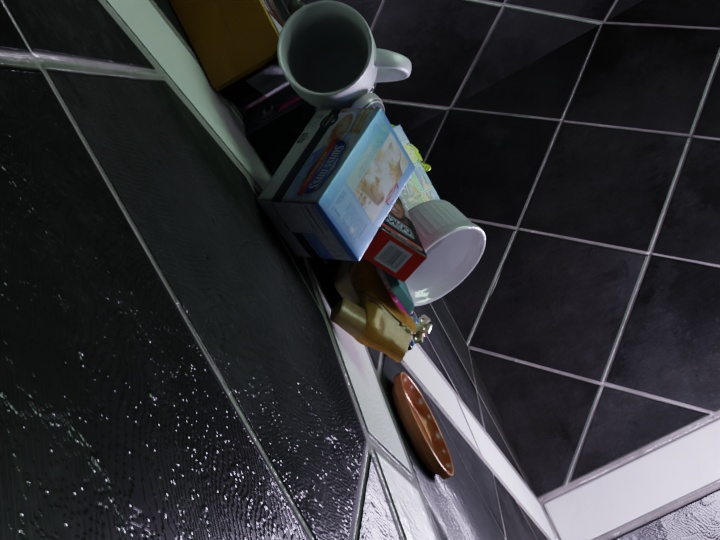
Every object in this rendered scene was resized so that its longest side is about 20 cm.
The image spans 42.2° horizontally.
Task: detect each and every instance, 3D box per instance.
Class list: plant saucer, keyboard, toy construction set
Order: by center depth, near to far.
[{"bbox_3d":[0.047,-0.014,1.551,0.070,0.019,0.200,52,10,-41],"label":"plant saucer"},{"bbox_3d":[-0.069,-0.020,1.566,0.104,0.040,0.201,-10,72,-57],"label":"keyboard"},{"bbox_3d":[0.106,0.276,1.646,0.201,0.032,0.200,59,9,-15],"label":"plant saucer"},{"bbox_3d":[0.059,0.088,1.802,0.200,0.092,0.131,45,16,-30],"label":"toy construction set"}]

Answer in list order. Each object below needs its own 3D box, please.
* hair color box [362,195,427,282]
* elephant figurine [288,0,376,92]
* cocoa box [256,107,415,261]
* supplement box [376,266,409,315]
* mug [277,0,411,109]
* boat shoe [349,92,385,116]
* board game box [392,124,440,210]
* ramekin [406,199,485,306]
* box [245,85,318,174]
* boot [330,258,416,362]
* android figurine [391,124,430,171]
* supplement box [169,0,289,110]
[{"bbox_3d":[0.032,-0.078,1.508,0.101,0.061,0.200,31,23,-30],"label":"hair color box"},{"bbox_3d":[-0.074,-0.364,1.701,0.199,0.156,0.142,28,-14,3],"label":"elephant figurine"},{"bbox_3d":[-0.033,-0.132,1.410,0.201,0.131,0.134,-59,134,-27],"label":"cocoa box"},{"bbox_3d":[0.000,0.000,1.643,0.201,0.103,0.101,68,10,25],"label":"supplement box"},{"bbox_3d":[-0.019,-0.325,1.475,0.175,0.199,0.149,31,63,-83],"label":"mug"},{"bbox_3d":[0.033,-0.210,1.514,0.093,0.075,0.200,47,-4,14],"label":"boat shoe"},{"bbox_3d":[0.069,-0.173,1.801,0.135,0.034,0.201,-25,86,-37],"label":"board game box"},{"bbox_3d":[0.127,-0.037,1.741,0.098,0.200,0.200,51,2,29],"label":"ramekin"},{"bbox_3d":[-0.099,-0.207,1.623,0.200,0.122,0.106,56,10,-31],"label":"box"},{"bbox_3d":[0.029,0.048,1.519,0.144,0.071,0.202,32,43,-19],"label":"boot"},{"bbox_3d":[0.050,-0.214,1.863,0.199,0.041,0.183,19,60,-18],"label":"android figurine"},{"bbox_3d":[-0.202,-0.400,1.571,0.198,0.132,0.200,63,8,7],"label":"supplement box"}]
